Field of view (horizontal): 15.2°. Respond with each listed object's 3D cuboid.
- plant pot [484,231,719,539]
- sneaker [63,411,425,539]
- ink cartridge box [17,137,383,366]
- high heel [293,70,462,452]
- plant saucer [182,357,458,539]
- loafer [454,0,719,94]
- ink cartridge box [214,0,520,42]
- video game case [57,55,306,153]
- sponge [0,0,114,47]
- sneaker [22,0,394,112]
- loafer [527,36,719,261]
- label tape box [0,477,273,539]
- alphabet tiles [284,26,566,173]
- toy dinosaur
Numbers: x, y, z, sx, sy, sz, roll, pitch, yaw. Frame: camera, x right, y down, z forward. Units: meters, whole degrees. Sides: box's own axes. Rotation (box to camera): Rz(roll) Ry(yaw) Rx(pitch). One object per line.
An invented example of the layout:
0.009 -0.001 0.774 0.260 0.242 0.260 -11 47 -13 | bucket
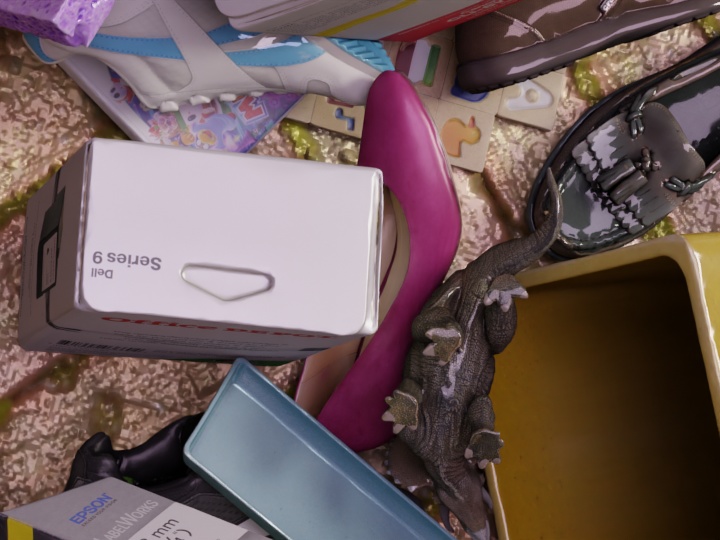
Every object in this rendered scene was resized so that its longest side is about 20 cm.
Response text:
0.198 0.076 1.399 0.200 0.195 0.194 -11 88 -35 | plant pot
-0.060 0.115 1.373 0.200 0.066 0.091 0 118 -14 | sneaker
-0.082 -0.004 1.323 0.146 0.200 0.084 5 82 -15 | ink cartridge box
0.000 0.000 1.389 0.096 0.067 0.200 -15 109 -24 | high heel
-0.004 0.131 1.353 0.200 0.019 0.070 40 48 -12 | plant saucer
0.137 -0.157 1.456 0.200 0.073 0.071 -21 95 -22 | loafer
-0.003 -0.194 1.337 0.083 0.200 0.145 -17 86 26 | ink cartridge box
-0.067 -0.156 1.431 0.143 0.018 0.200 46 76 -6 | video game case
-0.179 -0.178 1.329 0.030 0.200 0.112 40 74 -46 | sponge
-0.076 -0.121 1.384 0.200 0.077 0.081 18 116 -23 | sneaker
0.175 -0.080 1.463 0.200 0.063 0.072 -38 93 -15 | loafer
-0.111 0.181 1.314 0.063 0.200 0.144 -39 140 -49 | label tape box
0.023 -0.149 1.467 0.200 0.006 0.167 15 80 -13 | alphabet tiles
0.049 0.041 1.357 0.077 0.102 0.200 9 95 -6 | toy dinosaur
